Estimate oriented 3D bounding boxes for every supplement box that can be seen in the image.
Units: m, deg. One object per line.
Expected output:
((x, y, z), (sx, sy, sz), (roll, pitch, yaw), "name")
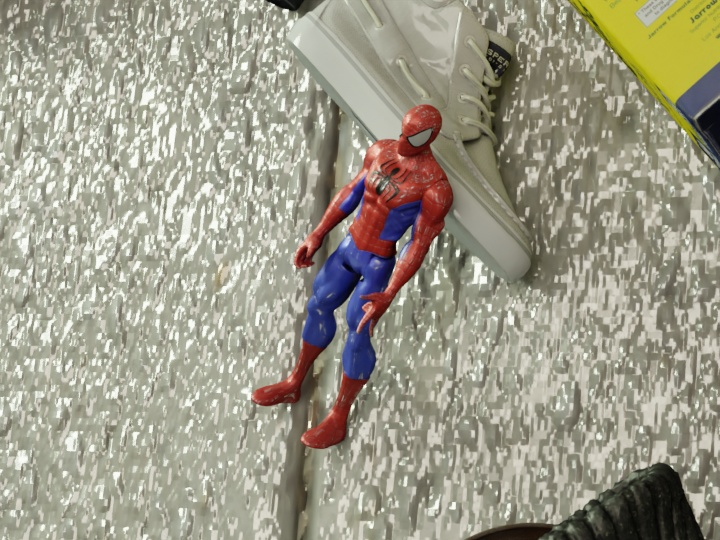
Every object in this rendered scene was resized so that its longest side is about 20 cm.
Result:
((0.166, -0.163, 1.189), (0.109, 0.109, 0.200), (-41, 63, 6), "supplement box")

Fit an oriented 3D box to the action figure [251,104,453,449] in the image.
((0.000, 0.000, 1.194), (0.065, 0.052, 0.201), (40, 118, 32), "action figure")

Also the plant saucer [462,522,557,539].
((0.091, 0.223, 1.084), (0.032, 0.199, 0.202), (-41, 53, 54), "plant saucer")

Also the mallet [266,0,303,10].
((-0.094, -0.225, 1.359), (0.200, 0.041, 0.066), (35, 89, 31), "mallet")

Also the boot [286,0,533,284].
((0.052, -0.092, 1.237), (0.095, 0.074, 0.200), (-39, 70, -2), "boot")

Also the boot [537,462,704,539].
((0.116, 0.200, 1.039), (0.079, 0.211, 0.158), (-29, 96, 44), "boot")
